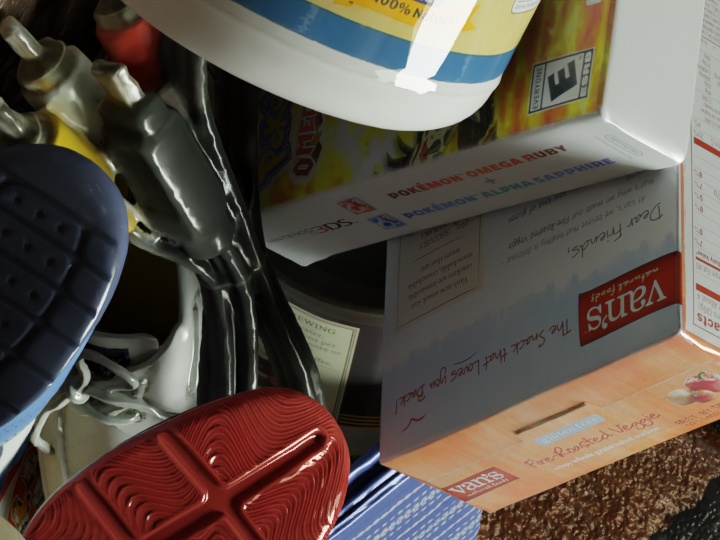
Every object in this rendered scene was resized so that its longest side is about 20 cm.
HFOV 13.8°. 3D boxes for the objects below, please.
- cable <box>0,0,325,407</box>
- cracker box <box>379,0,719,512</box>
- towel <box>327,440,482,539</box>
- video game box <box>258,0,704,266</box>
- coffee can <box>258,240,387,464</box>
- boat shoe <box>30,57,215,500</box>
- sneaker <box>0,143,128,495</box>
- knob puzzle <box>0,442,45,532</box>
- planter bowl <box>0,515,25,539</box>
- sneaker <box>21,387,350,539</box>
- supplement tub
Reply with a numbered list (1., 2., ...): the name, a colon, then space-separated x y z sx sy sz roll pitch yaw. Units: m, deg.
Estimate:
1. cable: -0.055 -0.017 0.971 0.097 0.050 0.201 -55 140 -29
2. cracker box: 0.073 -0.035 0.989 0.134 0.058 0.201 -26 -130 40
3. towel: -0.011 0.118 1.151 0.144 0.024 0.200 -37 162 -14
4. video game box: 0.040 -0.115 0.992 0.182 0.047 0.201 -17 -123 48
5. coffee can: 0.000 0.000 1.154 0.147 0.146 0.200 -56 170 -28
6. boat shoe: -0.083 0.025 1.015 0.086 0.074 0.203 -37 138 -68
7. sneaker: -0.136 0.041 0.923 0.200 0.074 0.082 -54 174 17
8. knob puzzle: -0.120 0.032 1.097 0.220 0.030 0.221 17 90 -76
9. planter bowl: -0.150 0.138 0.819 0.201 0.199 0.135 112 -15 -50
10. sneaker: -0.100 0.096 0.980 0.199 0.079 0.116 -35 -161 -6
11. supplement tub: 0.014 -0.158 0.867 0.201 0.144 0.145 -63 172 20
